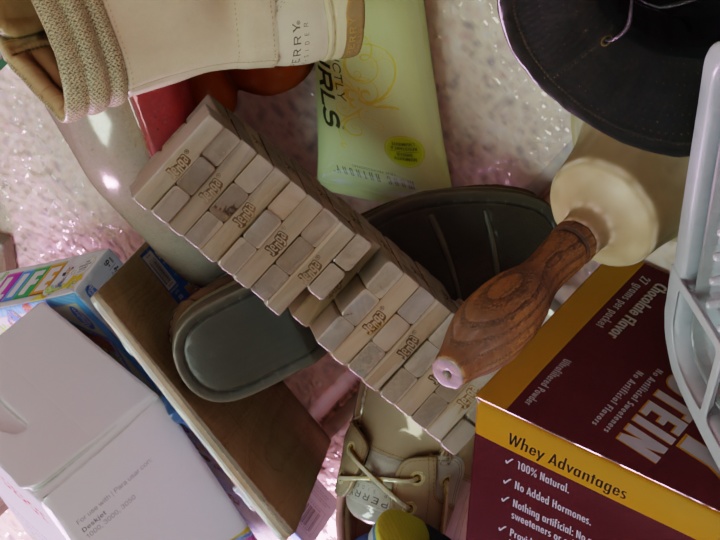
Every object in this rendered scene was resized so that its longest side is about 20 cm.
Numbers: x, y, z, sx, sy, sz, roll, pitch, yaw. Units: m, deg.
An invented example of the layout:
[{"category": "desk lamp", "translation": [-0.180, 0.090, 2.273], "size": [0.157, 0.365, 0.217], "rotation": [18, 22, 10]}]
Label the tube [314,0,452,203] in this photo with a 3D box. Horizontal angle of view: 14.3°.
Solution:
[{"category": "tube", "translation": [0.005, -0.111, 1.363], "size": [0.058, 0.052, 0.201], "rotation": [-125, 23, -48]}]

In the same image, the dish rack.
[{"category": "dish rack", "translation": [0.182, 0.020, 1.182], "size": [0.201, 0.043, 0.172], "rotation": [92, 162, -45]}]

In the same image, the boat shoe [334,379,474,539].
[{"category": "boat shoe", "translation": [0.021, 0.113, 1.504], "size": [0.073, 0.069, 0.201], "rotation": [21, 133, 26]}]

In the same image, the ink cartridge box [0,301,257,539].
[{"category": "ink cartridge box", "translation": [-0.121, 0.130, 1.492], "size": [0.144, 0.085, 0.200], "rotation": [33, 160, 52]}]

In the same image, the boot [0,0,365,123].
[{"category": "boot", "translation": [-0.103, -0.157, 1.294], "size": [0.073, 0.155, 0.200], "rotation": [99, 149, -54]}]

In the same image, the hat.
[{"category": "hat", "translation": [0.139, -0.144, 1.185], "size": [0.081, 0.200, 0.201], "rotation": [-111, 23, -43]}]

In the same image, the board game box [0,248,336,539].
[{"category": "board game box", "translation": [-0.120, 0.077, 1.577], "size": [0.134, 0.034, 0.200], "rotation": [-10, 127, 51]}]

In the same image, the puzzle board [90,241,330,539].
[{"category": "puzzle board", "translation": [-0.076, 0.056, 1.470], "size": [0.017, 0.200, 0.151], "rotation": [-38, 95, 9]}]

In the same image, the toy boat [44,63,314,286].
[{"category": "toy boat", "translation": [-0.079, -0.090, 1.401], "size": [0.131, 0.131, 0.200], "rotation": [56, -177, 31]}]

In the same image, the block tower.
[{"category": "block tower", "translation": [-0.016, -0.001, 1.324], "size": [0.200, 0.058, 0.054], "rotation": [39, 98, -22]}]

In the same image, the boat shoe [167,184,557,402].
[{"category": "boat shoe", "translation": [0.000, 0.000, 1.394], "size": [0.199, 0.068, 0.072], "rotation": [-16, 106, -1]}]

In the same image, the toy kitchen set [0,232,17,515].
[{"category": "toy kitchen set", "translation": [-0.319, 0.063, 1.678], "size": [0.199, 0.163, 0.181], "rotation": [18, 131, 29]}]

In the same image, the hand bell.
[{"category": "hand bell", "translation": [0.090, -0.007, 1.257], "size": [0.104, 0.200, 0.104], "rotation": [21, 133, 25]}]

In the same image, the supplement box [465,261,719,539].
[{"category": "supplement box", "translation": [0.163, 0.136, 1.358], "size": [0.197, 0.133, 0.201], "rotation": [24, 134, 24]}]

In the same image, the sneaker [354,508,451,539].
[{"category": "sneaker", "translation": [0.036, 0.188, 1.488], "size": [0.200, 0.082, 0.074], "rotation": [38, -162, -48]}]

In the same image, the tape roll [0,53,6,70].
[{"category": "tape roll", "translation": [-0.198, -0.130, 1.401], "size": [0.048, 0.200, 0.200], "rotation": [46, 139, 1]}]
